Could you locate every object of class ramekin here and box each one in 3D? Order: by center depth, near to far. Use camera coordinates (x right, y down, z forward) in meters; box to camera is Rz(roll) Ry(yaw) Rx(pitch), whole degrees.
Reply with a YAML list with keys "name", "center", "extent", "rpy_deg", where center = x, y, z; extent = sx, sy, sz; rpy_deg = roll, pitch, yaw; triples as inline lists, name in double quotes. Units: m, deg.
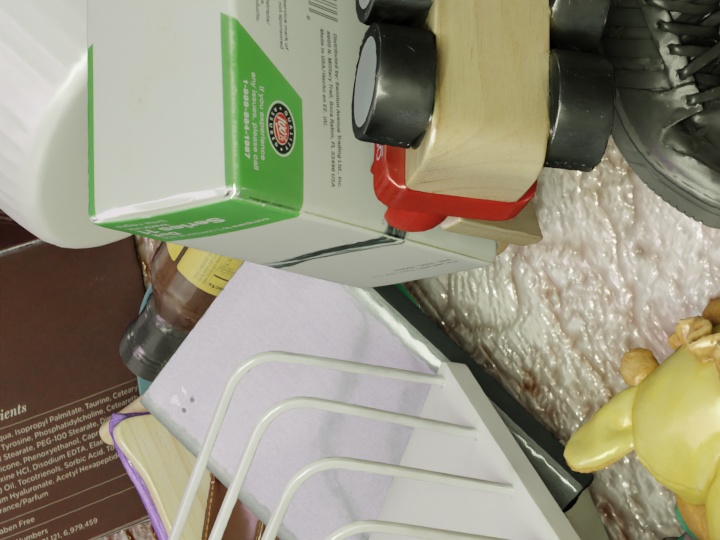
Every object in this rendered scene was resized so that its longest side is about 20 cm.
- name: "ramekin"
  center: [-0.138, -0.108, 1.234]
  extent: [0.098, 0.200, 0.201]
  rpy_deg: [42, 137, 25]

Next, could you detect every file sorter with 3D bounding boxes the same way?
- name: "file sorter"
  center: [0.005, 0.142, 1.012]
  extent: [0.139, 0.124, 0.200]
  rpy_deg: [-68, 27, 22]

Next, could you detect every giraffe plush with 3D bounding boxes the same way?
- name: "giraffe plush"
  center: [0.169, 0.091, 0.944]
  extent: [0.162, 0.172, 0.201]
  rpy_deg: [-133, 38, -53]

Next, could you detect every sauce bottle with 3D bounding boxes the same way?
- name: "sauce bottle"
  center: [-0.077, -0.014, 1.275]
  extent: [0.065, 0.064, 0.200]
  rpy_deg: [56, 132, 21]

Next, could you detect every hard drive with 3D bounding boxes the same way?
- name: "hard drive"
  center: [0.001, 0.083, 1.144]
  extent: [0.200, 0.033, 0.140]
  rpy_deg: [43, 116, 8]

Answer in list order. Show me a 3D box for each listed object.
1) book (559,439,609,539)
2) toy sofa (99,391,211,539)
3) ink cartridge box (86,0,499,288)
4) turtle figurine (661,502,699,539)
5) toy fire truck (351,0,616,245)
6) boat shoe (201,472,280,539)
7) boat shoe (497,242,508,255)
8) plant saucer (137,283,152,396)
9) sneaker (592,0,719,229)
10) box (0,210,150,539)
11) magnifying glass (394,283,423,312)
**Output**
- name: "book"
  center: [0.048, 0.186, 1.189]
  extent: [0.199, 0.048, 0.134]
  rpy_deg: [-27, 81, 35]
- name: "toy sofa"
  center: [-0.085, 0.165, 1.325]
  extent: [0.083, 0.097, 0.201]
  rpy_deg: [-35, 78, 54]
- name: "ink cartridge box"
  center: [-0.026, -0.079, 1.012]
  extent: [0.083, 0.200, 0.148]
  rpy_deg: [-11, 75, 34]
- name: "turtle figurine"
  center: [0.110, 0.183, 1.070]
  extent: [0.200, 0.100, 0.150]
  rpy_deg: [-43, 56, 43]
- name: "toy fire truck"
  center: [0.045, -0.092, 0.969]
  extent: [0.200, 0.128, 0.177]
  rpy_deg: [126, 147, -66]
- name: "boat shoe"
  center: [-0.056, 0.091, 1.237]
  extent: [0.072, 0.067, 0.201]
  rpy_deg: [2, 73, 48]
- name: "boat shoe"
  center: [0.001, -0.067, 1.162]
  extent: [0.200, 0.071, 0.065]
  rpy_deg: [33, 130, 41]
- name: "plant saucer"
  center: [-0.070, 0.088, 1.376]
  extent: [0.200, 0.027, 0.201]
  rpy_deg: [28, 127, 46]
- name: "sneaker"
  center: [0.129, -0.123, 0.965]
  extent: [0.201, 0.060, 0.104]
  rpy_deg: [62, 149, 22]
- name: "box"
  center: [-0.235, 0.073, 1.479]
  extent: [0.166, 0.164, 0.201]
  rpy_deg: [8, 112, 53]
- name: "magnifying glass"
  center: [0.000, 0.000, 1.176]
  extent: [0.079, 0.022, 0.201]
  rpy_deg: [22, 148, 48]
